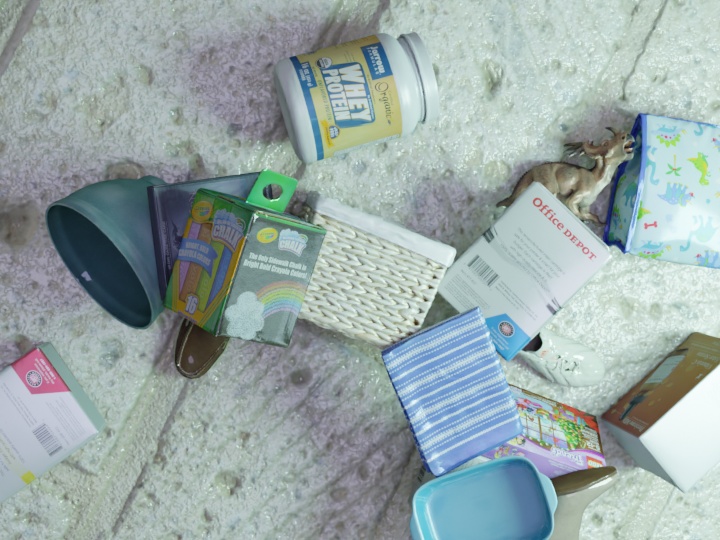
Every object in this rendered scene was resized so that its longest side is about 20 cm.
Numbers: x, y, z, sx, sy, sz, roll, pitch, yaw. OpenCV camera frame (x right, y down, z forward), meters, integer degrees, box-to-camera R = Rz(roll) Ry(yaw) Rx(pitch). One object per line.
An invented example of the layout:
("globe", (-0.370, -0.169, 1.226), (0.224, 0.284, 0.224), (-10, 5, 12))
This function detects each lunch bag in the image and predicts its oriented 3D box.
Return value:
("lunch bag", (0.457, -0.115, 1.465), (0.169, 0.127, 0.201), (8, 101, -7))

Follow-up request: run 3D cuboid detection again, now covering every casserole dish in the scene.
("casserole dish", (0.162, 0.316, 1.336), (0.199, 0.039, 0.122), (-21, 78, 16))

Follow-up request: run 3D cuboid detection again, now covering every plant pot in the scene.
("plant pot", (-0.298, -0.042, 1.350), (0.201, 0.200, 0.134), (50, 59, -7))

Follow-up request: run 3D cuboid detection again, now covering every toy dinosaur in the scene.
("toy dinosaur", (0.290, -0.129, 1.468), (0.199, 0.086, 0.136), (-5, 86, 5))

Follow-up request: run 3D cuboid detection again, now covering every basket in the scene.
("basket", (0.000, 0.000, 1.377), (0.199, 0.198, 0.162), (20, 94, -8))

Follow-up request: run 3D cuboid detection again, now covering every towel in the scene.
("towel", (0.122, 0.161, 1.323), (0.144, 0.024, 0.201), (-25, 112, -5))

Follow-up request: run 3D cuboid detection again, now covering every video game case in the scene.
("video game case", (-0.185, -0.049, 1.328), (0.200, 0.019, 0.144), (-15, 102, -49))

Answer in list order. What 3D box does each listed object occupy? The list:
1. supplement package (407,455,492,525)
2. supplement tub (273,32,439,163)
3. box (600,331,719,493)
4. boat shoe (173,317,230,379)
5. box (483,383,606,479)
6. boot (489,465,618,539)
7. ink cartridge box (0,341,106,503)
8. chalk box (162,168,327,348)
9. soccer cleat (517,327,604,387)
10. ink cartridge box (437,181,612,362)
("supplement package", (0.186, 0.324, 1.450), (0.199, 0.120, 0.122), (22, 90, -8))
("supplement tub", (-0.006, -0.238, 1.389), (0.199, 0.145, 0.145), (-17, 94, -6))
("box", (0.473, 0.198, 1.466), (0.200, 0.152, 0.106), (-41, 97, -4))
("boat shoe", (-0.201, 0.058, 1.411), (0.074, 0.075, 0.203), (26, 89, -8))
("box", (0.247, 0.229, 1.447), (0.199, 0.137, 0.039), (21, 121, -8))
("boot", (0.266, 0.358, 1.364), (0.199, 0.070, 0.147), (-18, 92, 6))
("ink cartridge box", (-0.470, 0.213, 1.378), (0.200, 0.083, 0.146), (-34, 96, -5))
("chalk box", (-0.136, -0.025, 1.245), (0.124, 0.124, 0.201), (15, 95, -46))
("soccer cleat", (0.268, 0.116, 1.473), (0.199, 0.078, 0.070), (28, 89, -8))
("ink cartridge box", (0.220, 0.002, 1.384), (0.200, 0.084, 0.146), (-45, 80, 5))
